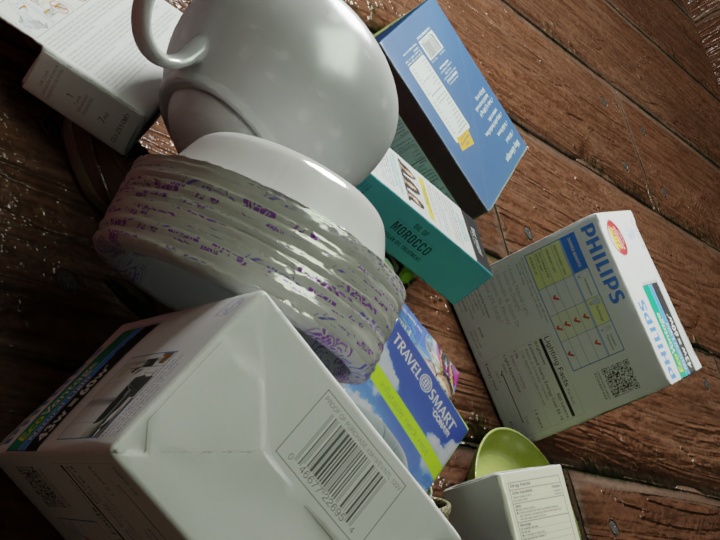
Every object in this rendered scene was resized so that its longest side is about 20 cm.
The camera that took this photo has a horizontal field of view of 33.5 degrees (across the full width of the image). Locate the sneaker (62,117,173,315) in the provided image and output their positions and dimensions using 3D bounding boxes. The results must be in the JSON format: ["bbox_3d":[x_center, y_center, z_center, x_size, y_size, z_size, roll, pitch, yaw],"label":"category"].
[{"bbox_3d":[-0.151,-0.051,0.929,0.201,0.075,0.070,60,30,-6],"label":"sneaker"}]

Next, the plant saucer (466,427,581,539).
[{"bbox_3d":[0.164,0.260,1.219,0.200,0.031,0.201,36,40,-37],"label":"plant saucer"}]

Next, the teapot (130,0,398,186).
[{"bbox_3d":[-0.079,-0.118,0.881,0.200,0.197,0.146,44,61,2],"label":"teapot"}]

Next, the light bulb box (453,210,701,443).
[{"bbox_3d":[0.234,0.064,1.319,0.125,0.199,0.200,-9,74,-59],"label":"light bulb box"}]

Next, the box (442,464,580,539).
[{"bbox_3d":[0.152,0.284,1.085,0.094,0.078,0.202,3,68,-41],"label":"box"}]

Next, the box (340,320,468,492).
[{"bbox_3d":[0.007,0.132,0.925,0.122,0.047,0.200,57,47,-19],"label":"box"}]

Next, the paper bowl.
[{"bbox_3d":[-0.064,-0.014,0.780,0.200,0.200,0.105,36,73,-38],"label":"paper bowl"}]

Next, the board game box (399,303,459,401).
[{"bbox_3d":[0.004,0.089,1.093,0.200,0.043,0.199,51,32,-19],"label":"board game box"}]

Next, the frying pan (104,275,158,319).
[{"bbox_3d":[-0.126,0.052,0.863,0.031,0.115,0.190,-49,117,-15],"label":"frying pan"}]

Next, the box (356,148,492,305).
[{"bbox_3d":[0.032,-0.057,1.061,0.200,0.049,0.083,38,25,-32],"label":"box"}]

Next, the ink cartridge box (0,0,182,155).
[{"bbox_3d":[-0.219,-0.190,0.952,0.173,0.044,0.200,34,28,-7],"label":"ink cartridge box"}]

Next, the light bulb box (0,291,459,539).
[{"bbox_3d":[-0.085,0.135,0.713,0.125,0.199,0.199,-46,109,-30],"label":"light bulb box"}]

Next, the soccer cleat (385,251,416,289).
[{"bbox_3d":[0.000,0.000,1.064,0.081,0.067,0.200,50,23,1],"label":"soccer cleat"}]

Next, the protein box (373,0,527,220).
[{"bbox_3d":[0.054,-0.151,1.273,0.201,0.134,0.199,56,30,-11],"label":"protein box"}]

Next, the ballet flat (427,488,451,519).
[{"bbox_3d":[0.000,0.165,0.980,0.200,0.068,0.076,37,82,-29],"label":"ballet flat"}]
